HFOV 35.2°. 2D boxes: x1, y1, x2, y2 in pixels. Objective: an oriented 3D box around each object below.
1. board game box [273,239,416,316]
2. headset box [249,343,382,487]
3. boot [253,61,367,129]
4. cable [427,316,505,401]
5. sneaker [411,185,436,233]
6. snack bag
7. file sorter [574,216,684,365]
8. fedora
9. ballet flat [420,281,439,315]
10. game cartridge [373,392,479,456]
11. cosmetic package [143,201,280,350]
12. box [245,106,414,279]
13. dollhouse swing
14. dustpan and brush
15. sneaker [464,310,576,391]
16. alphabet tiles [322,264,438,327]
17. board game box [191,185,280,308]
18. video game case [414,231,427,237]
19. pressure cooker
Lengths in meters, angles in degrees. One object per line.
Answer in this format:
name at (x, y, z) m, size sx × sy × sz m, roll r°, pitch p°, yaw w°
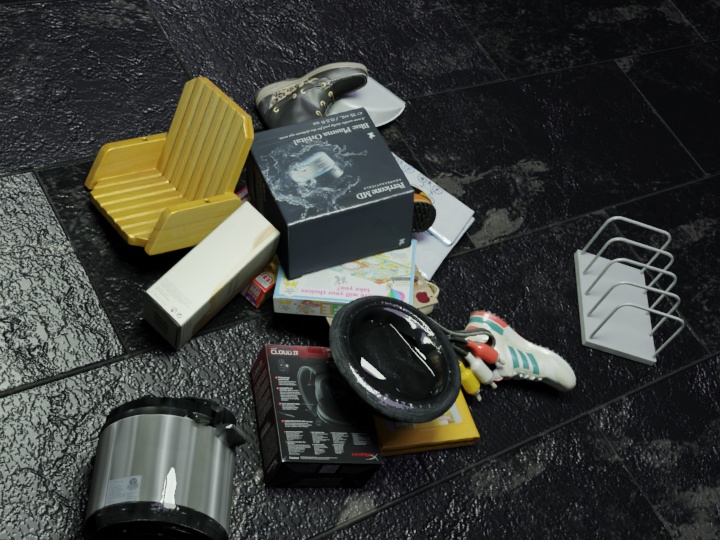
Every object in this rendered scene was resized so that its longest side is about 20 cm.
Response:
board game box at (-0.020, 0.007, 1.647) m, size 0.197 × 0.034 × 0.135 m, roll 5°, pitch 47°, yaw 3°
headset box at (-0.065, 0.191, 1.563) m, size 0.147 × 0.077 × 0.202 m, roll 5°, pitch 52°, yaw -25°
boot at (-0.068, -0.257, 1.889) m, size 0.198 × 0.073 × 0.152 m, roll -15°, pitch 62°, yaw -5°
cable at (0.143, 0.108, 1.671) m, size 0.200 × 0.050 × 0.098 m, roll 40°, pitch 81°, yaw -37°
sneaker at (0.020, -0.113, 1.816) m, size 0.197 × 0.071 × 0.090 m, roll 9°, pitch 29°, yaw -15°
snack bag at (0.078, -0.092, 1.875) m, size 0.188 × 0.021 × 0.200 m, roll 37°, pitch 47°, yaw 3°
file sorter at (0.459, 0.031, 1.929) m, size 0.137 × 0.125 × 0.202 m, roll 16°, pitch 49°, yaw -14°
fedora at (0.036, 0.136, 1.544) m, size 0.198 × 0.092 × 0.202 m, roll 13°, pitch 48°, yaw -15°
ballet flat at (0.035, 0.004, 1.757) m, size 0.198 × 0.070 × 0.070 m, roll 28°, pitch 46°, yaw -12°
game cartridge at (0.068, 0.173, 1.677) m, size 0.174 × 0.033 × 0.202 m, roll -2°, pitch 57°, yaw -29°
cosmetic package at (-0.207, 0.007, 1.580) m, size 0.071 × 0.105 × 0.200 m, roll 42°, pitch 66°, yaw 7°
box at (-0.047, -0.116, 1.657) m, size 0.194 × 0.118 × 0.201 m, roll -16°, pitch 51°, yaw -16°
dollhouse swing at (-0.275, -0.161, 1.627) m, size 0.180 × 0.177 × 0.200 m, roll -15°, pitch 44°, yaw -36°
dustpan and brush at (-0.033, -0.280, 1.978) m, size 0.139 × 0.058 × 0.199 m, roll 38°, pitch 39°, yaw 21°
sneaker at (0.239, 0.150, 1.771) m, size 0.199 × 0.070 × 0.094 m, roll 33°, pitch 65°, yaw -4°
alphabet tiles at (0.000, 0.000, 1.686) m, size 0.165 × 0.008 × 0.201 m, roll -15°, pitch 49°, yaw -17°
board game box at (-0.146, -0.053, 1.734) m, size 0.151 × 0.046 × 0.200 m, roll 41°, pitch 47°, yaw 7°
video game case at (0.042, -0.096, 1.887) m, size 0.143 × 0.018 × 0.200 m, roll 43°, pitch 47°, yaw 9°
pressure cooker at (-0.234, 0.244, 1.363) m, size 0.174 × 0.179 × 0.202 m, roll 11°, pitch 51°, yaw -15°
